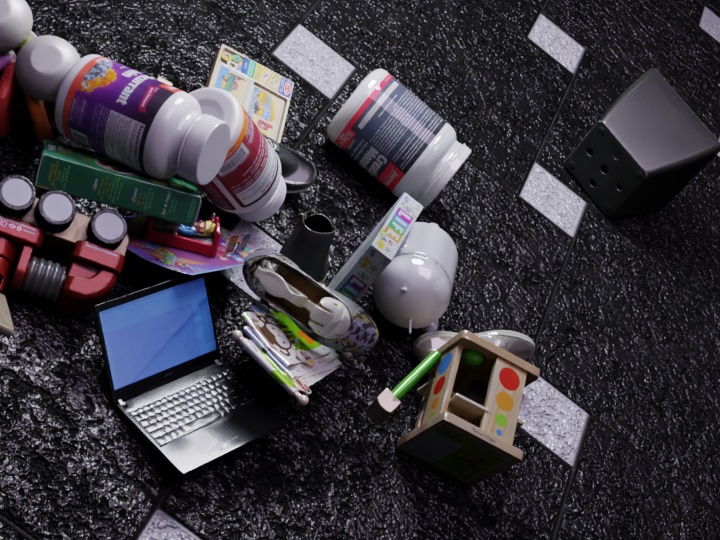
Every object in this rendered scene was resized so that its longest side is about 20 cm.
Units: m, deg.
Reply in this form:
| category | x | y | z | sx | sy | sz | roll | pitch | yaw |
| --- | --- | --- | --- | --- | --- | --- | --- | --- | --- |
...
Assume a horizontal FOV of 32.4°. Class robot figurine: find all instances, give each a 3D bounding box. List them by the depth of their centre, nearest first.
| category | x | y | z | sx | sy | sz | roll | pitch | yaw |
| --- | --- | --- | --- | --- | --- | --- | --- | --- | --- |
| robot figurine | 0.079 | 0.007 | 1.779 | 0.200 | 0.112 | 0.171 | -70 | 139 | -59 |

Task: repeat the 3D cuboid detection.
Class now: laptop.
| category | x | y | z | sx | sy | sz | roll | pitch | yaw |
| --- | --- | --- | --- | --- | --- | --- | --- | --- | --- |
| laptop | -0.199 | 0.116 | 1.474 | 0.200 | 0.104 | 0.177 | 40 | 37 | 25 |

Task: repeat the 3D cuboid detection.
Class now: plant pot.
| category | x | y | z | sx | sy | sz | roll | pitch | yaw |
| --- | --- | --- | --- | --- | --- | --- | --- | --- | --- |
| plant pot | 0.498 | -0.216 | 2.278 | 0.177 | 0.200 | 0.201 | -27 | 73 | -37 |

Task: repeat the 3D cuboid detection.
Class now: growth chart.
| category | x | y | z | sx | sy | sz | roll | pitch | yaw |
| --- | --- | --- | --- | --- | --- | --- | --- | --- | --- |
| growth chart | -0.088 | 0.090 | 1.563 | 0.145 | 0.018 | 0.200 | 41 | 23 | 5 |

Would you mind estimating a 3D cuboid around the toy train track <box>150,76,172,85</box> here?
| category | x | y | z | sx | sy | sz | roll | pitch | yaw |
| --- | --- | --- | --- | --- | --- | --- | --- | --- | --- |
| toy train track | -0.297 | -0.215 | 1.753 | 0.114 | 0.033 | 0.201 | 27 | 43 | -16 |

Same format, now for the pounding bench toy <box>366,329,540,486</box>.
| category | x | y | z | sx | sy | sz | roll | pitch | yaw |
| --- | --- | --- | --- | --- | --- | --- | --- | --- | --- |
| pounding bench toy | 0.116 | 0.161 | 1.648 | 0.199 | 0.124 | 0.157 | 28 | 55 | -15 |

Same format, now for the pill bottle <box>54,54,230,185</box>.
| category | x | y | z | sx | sy | sz | roll | pitch | yaw |
| --- | --- | --- | --- | --- | --- | --- | --- | --- | --- |
| pill bottle | -0.265 | -0.180 | 1.527 | 0.199 | 0.112 | 0.112 | 24 | 38 | 13 |

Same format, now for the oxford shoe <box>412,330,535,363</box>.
| category | x | y | z | sx | sy | sz | roll | pitch | yaw |
| --- | --- | --- | --- | --- | --- | --- | --- | --- | --- |
| oxford shoe | 0.167 | 0.125 | 1.788 | 0.198 | 0.075 | 0.058 | 2 | 47 | -28 |

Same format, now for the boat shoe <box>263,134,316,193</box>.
| category | x | y | z | sx | sy | sz | roll | pitch | yaw |
| --- | --- | --- | --- | --- | --- | --- | --- | --- | --- |
| boat shoe | -0.151 | -0.165 | 1.785 | 0.199 | 0.068 | 0.072 | 22 | 75 | -20 |

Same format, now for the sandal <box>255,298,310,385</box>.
| category | x | y | z | sx | sy | sz | roll | pitch | yaw |
| --- | --- | --- | --- | --- | --- | --- | --- | --- | --- |
| sandal | -0.112 | 0.088 | 1.620 | 0.081 | 0.055 | 0.201 | 27 | 27 | -25 |

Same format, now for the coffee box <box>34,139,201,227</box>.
| category | x | y | z | sx | sy | sz | roll | pitch | yaw |
| --- | --- | --- | --- | --- | --- | --- | --- | --- | --- |
| coffee box | -0.303 | -0.110 | 1.546 | 0.198 | 0.044 | 0.123 | 14 | 12 | -18 |

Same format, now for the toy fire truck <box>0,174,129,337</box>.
| category | x | y | z | sx | sy | sz | roll | pitch | yaw |
| --- | --- | --- | --- | --- | --- | --- | --- | --- | --- |
| toy fire truck | -0.373 | 0.007 | 1.443 | 0.175 | 0.129 | 0.202 | 21 | 62 | -17 |

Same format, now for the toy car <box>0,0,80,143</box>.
| category | x | y | z | sx | sy | sz | roll | pitch | yaw |
| --- | --- | --- | --- | --- | --- | --- | --- | --- | --- |
| toy car | -0.449 | -0.247 | 1.588 | 0.200 | 0.175 | 0.150 | 44 | 76 | 2 |

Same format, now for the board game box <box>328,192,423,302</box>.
| category | x | y | z | sx | sy | sz | roll | pitch | yaw |
| --- | --- | --- | --- | --- | --- | --- | --- | --- | --- |
| board game box | 0.000 | 0.000 | 1.667 | 0.034 | 0.200 | 0.135 | 36 | 40 | -4 |

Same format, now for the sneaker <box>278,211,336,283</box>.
| category | x | y | z | sx | sy | sz | roll | pitch | yaw |
| --- | --- | --- | --- | --- | --- | --- | --- | --- | --- |
| sneaker | -0.062 | -0.036 | 1.688 | 0.074 | 0.107 | 0.200 | 29 | 19 | -2 |

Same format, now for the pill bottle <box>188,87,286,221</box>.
| category | x | y | z | sx | sy | sz | roll | pitch | yaw |
| --- | --- | --- | --- | --- | --- | --- | --- | --- | --- |
| pill bottle | -0.175 | -0.148 | 1.669 | 0.200 | 0.112 | 0.114 | 54 | 14 | -59 |

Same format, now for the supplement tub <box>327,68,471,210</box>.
| category | x | y | z | sx | sy | sz | roll | pitch | yaw |
| --- | --- | --- | --- | --- | --- | --- | --- | --- | --- |
| supplement tub | 0.060 | -0.204 | 1.944 | 0.200 | 0.140 | 0.141 | 40 | 40 | -1 |

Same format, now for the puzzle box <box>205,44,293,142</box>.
| category | x | y | z | sx | sy | sz | roll | pitch | yaw |
| --- | --- | --- | --- | --- | --- | --- | --- | --- | --- |
| puzzle box | -0.175 | -0.250 | 1.888 | 0.132 | 0.025 | 0.201 | 27 | 42 | -18 |

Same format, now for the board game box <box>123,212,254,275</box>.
| category | x | y | z | sx | sy | sz | roll | pitch | yaw |
| --- | --- | --- | --- | --- | --- | --- | --- | --- | --- |
| board game box | -0.223 | -0.054 | 1.599 | 0.157 | 0.039 | 0.199 | 31 | 23 | 27 |

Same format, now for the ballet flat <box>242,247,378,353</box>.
| category | x | y | z | sx | sy | sz | roll | pitch | yaw |
| --- | --- | --- | --- | --- | --- | --- | --- | --- | --- |
| ballet flat | -0.068 | 0.043 | 1.563 | 0.199 | 0.072 | 0.072 | 34 | 40 | 4 |
